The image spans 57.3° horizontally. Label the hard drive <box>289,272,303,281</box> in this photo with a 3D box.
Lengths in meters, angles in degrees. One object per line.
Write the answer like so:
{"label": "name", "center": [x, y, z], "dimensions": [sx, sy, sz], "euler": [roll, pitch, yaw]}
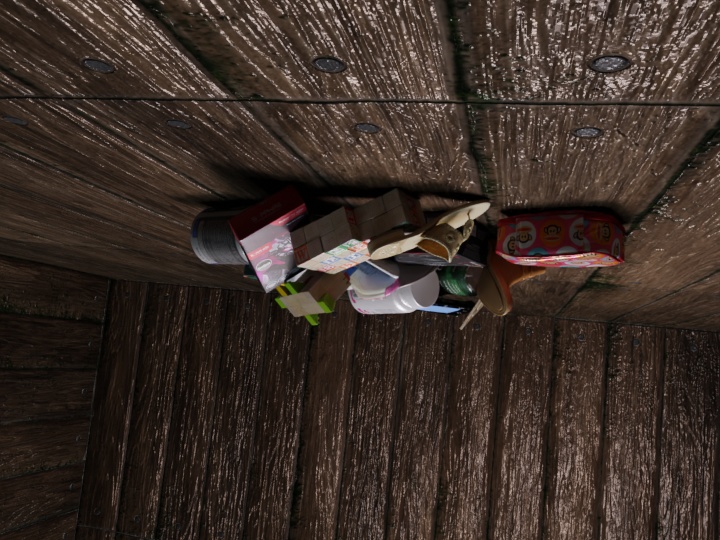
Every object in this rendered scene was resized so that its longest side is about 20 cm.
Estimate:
{"label": "hard drive", "center": [-0.101, -0.013, 1.407], "dimensions": [0.027, 0.131, 0.200], "euler": [48, 155, 9]}

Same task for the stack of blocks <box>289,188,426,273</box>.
{"label": "stack of blocks", "center": [-0.003, -0.062, 1.083], "dimensions": [0.197, 0.060, 0.115], "euler": [-23, 162, 26]}

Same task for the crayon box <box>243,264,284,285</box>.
{"label": "crayon box", "center": [-0.178, -0.034, 1.476], "dimensions": [0.050, 0.130, 0.199], "euler": [3, 172, 28]}

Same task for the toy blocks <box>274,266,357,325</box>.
{"label": "toy blocks", "center": [-0.069, 0.018, 1.251], "dimensions": [0.100, 0.137, 0.199], "euler": [50, 155, -13]}

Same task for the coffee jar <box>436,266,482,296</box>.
{"label": "coffee jar", "center": [0.223, 0.010, 1.572], "dimensions": [0.086, 0.105, 0.199], "euler": [48, 154, -21]}

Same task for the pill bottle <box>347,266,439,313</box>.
{"label": "pill bottle", "center": [0.074, 0.039, 1.478], "dimensions": [0.112, 0.116, 0.198], "euler": [12, 169, -40]}

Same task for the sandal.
{"label": "sandal", "center": [0.118, -0.041, 1.036], "dimensions": [0.208, 0.071, 0.078], "euler": [-19, 161, -6]}

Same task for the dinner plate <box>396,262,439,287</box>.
{"label": "dinner plate", "center": [0.088, -0.007, 1.382], "dimensions": [0.197, 0.025, 0.201], "euler": [-18, -156, 8]}

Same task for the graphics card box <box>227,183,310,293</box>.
{"label": "graphics card box", "center": [-0.142, -0.050, 1.136], "dimensions": [0.124, 0.051, 0.201], "euler": [-31, 155, -11]}

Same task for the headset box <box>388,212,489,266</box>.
{"label": "headset box", "center": [0.123, -0.056, 1.247], "dimensions": [0.197, 0.079, 0.148], "euler": [0, 171, 33]}

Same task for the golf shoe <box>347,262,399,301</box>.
{"label": "golf shoe", "center": [0.000, 0.000, 1.301], "dimensions": [0.075, 0.093, 0.199], "euler": [-39, -152, -23]}

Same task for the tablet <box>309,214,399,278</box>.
{"label": "tablet", "center": [-0.013, -0.049, 1.255], "dimensions": [0.198, 0.014, 0.130], "euler": [30, -170, -4]}

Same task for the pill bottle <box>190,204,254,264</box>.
{"label": "pill bottle", "center": [-0.230, -0.069, 1.288], "dimensions": [0.197, 0.116, 0.113], "euler": [1, 172, 38]}

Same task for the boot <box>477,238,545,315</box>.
{"label": "boot", "center": [0.299, 0.010, 1.306], "dimensions": [0.152, 0.078, 0.201], "euler": [2, -146, -20]}

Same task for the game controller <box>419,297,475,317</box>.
{"label": "game controller", "center": [0.182, 0.085, 1.594], "dimensions": [0.196, 0.043, 0.104], "euler": [8, 174, -26]}

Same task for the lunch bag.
{"label": "lunch bag", "center": [0.344, -0.045, 1.117], "dimensions": [0.197, 0.084, 0.175], "euler": [1, 172, 35]}

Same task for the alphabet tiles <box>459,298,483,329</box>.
{"label": "alphabet tiles", "center": [0.304, 0.040, 1.528], "dimensions": [0.007, 0.169, 0.199], "euler": [35, -151, 13]}
